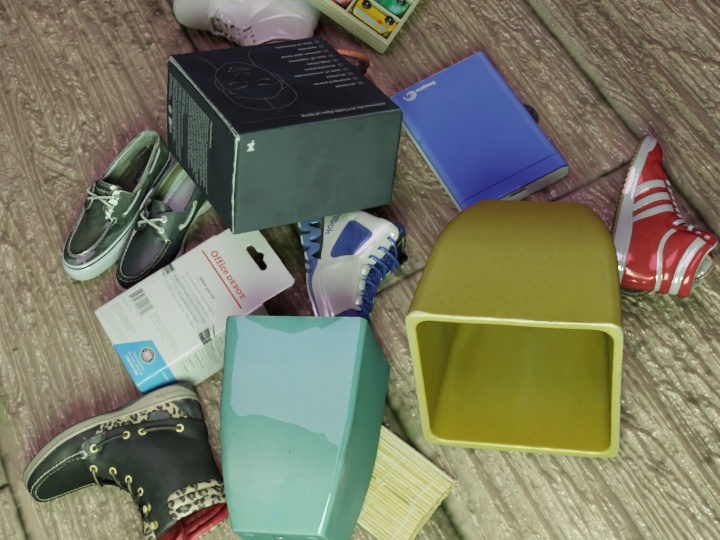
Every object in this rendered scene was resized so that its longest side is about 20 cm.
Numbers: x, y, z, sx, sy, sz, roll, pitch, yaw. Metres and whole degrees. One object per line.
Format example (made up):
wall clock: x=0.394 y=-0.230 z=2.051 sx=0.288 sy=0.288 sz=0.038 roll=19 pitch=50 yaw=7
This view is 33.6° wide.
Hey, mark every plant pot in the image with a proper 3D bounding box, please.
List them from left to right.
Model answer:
plant pot: x=-0.058 y=0.165 z=1.153 sx=0.139 sy=0.142 sz=0.203 roll=0 pitch=66 yaw=13
plant pot: x=0.161 y=0.040 z=1.175 sx=0.193 sy=0.196 sz=0.202 roll=2 pitch=46 yaw=12

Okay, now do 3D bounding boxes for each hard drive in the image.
hard drive: x=0.135 y=-0.158 z=1.394 sx=0.131 sy=0.025 sz=0.201 roll=-27 pitch=57 yaw=-6

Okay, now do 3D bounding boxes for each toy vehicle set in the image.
toy vehicle set: x=-0.019 y=-0.379 z=1.508 sx=0.199 sy=0.027 sz=0.125 roll=34 pitch=67 yaw=-4

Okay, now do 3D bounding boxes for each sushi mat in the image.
sushi mat: x=-0.006 y=0.193 z=1.208 sx=0.199 sy=0.012 sz=0.096 roll=34 pitch=72 yaw=28

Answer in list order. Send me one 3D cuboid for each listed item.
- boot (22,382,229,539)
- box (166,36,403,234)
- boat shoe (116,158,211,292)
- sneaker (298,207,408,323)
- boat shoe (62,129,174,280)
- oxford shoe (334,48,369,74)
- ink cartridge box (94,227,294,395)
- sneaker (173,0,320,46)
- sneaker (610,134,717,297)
boot: x=-0.231 y=0.218 z=1.206 sx=0.198 sy=0.074 sz=0.151 roll=-25 pitch=57 yaw=-11
box: x=-0.088 y=-0.155 z=1.317 sx=0.198 sy=0.125 sz=0.197 roll=-12 pitch=37 yaw=-26
boat shoe: x=-0.227 y=-0.065 z=1.387 sx=0.075 sy=0.061 sz=0.201 roll=17 pitch=63 yaw=21
sneaker: x=0.000 y=-0.001 z=1.289 sx=0.114 sy=0.081 sz=0.201 roll=-15 pitch=55 yaw=4
boat shoe: x=-0.294 y=-0.084 z=1.405 sx=0.071 sy=0.071 sz=0.201 roll=18 pitch=64 yaw=21
oxford shoe: x=-0.082 y=-0.221 z=1.463 sx=0.197 sy=0.071 sz=0.074 roll=-11 pitch=76 yaw=10
ink cartridge box: x=-0.173 y=0.045 z=1.302 sx=0.199 sy=0.068 sz=0.116 roll=-32 pitch=58 yaw=-9
sneaker: x=-0.153 y=-0.309 z=1.518 sx=0.197 sy=0.074 sz=0.117 roll=1 pitch=55 yaw=11
sneaker: x=0.326 y=-0.054 z=1.265 sx=0.111 sy=0.072 sz=0.202 roll=14 pitch=56 yaw=11
